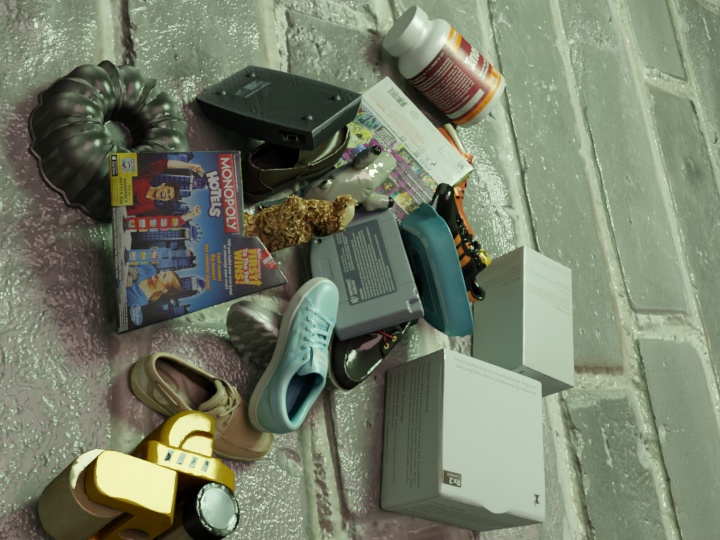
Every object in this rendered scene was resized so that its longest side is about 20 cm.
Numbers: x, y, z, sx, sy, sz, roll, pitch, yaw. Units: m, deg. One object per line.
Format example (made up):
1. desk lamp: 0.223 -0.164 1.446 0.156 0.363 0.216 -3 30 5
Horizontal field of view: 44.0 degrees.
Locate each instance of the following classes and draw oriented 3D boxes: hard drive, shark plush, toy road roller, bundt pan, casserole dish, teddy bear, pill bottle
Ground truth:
1. hard drive: -0.109 -0.220 1.198 0.135 0.198 0.043 -43 142 -41
2. shark plush: -0.037 -0.108 1.235 0.092 0.198 0.084 59 0 -30
3. toy road roller: -0.228 0.219 0.950 0.198 0.123 0.148 25 44 -32
4. bundt pan: -0.293 -0.165 1.081 0.200 0.075 0.205 17 62 -34
5. casserole dish: 0.101 0.007 1.231 0.038 0.121 0.203 -21 111 -17
6. teddy bear: -0.098 -0.061 1.144 0.145 0.196 0.068 -19 93 -87
7. pill bottle: 0.137 -0.340 1.480 0.199 0.112 0.114 37 53 -22

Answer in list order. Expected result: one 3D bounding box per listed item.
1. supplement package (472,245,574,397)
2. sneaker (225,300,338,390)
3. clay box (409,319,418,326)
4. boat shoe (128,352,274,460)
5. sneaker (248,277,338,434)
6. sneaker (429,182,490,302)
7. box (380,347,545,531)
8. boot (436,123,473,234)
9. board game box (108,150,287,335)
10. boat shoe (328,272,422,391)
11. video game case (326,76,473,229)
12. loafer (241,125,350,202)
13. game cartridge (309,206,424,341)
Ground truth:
1. supplement package: 0.254 0.087 1.396 0.116 0.117 0.203 24 58 -31
2. sneaker: -0.093 0.084 1.152 0.199 0.074 0.083 36 46 -37
3. clay box: 0.055 -0.027 1.327 0.114 0.047 0.202 35 54 -24
4. boat shoe: -0.176 0.160 1.047 0.199 0.065 0.073 38 52 -21
5. sneaker: -0.059 0.104 1.064 0.074 0.081 0.203 33 70 -39
6. sneaker: 0.146 -0.038 1.287 0.070 0.088 0.203 -64 156 -48
7. box: 0.143 0.240 1.233 0.197 0.130 0.203 21 60 -32
8. boot: 0.143 -0.132 1.388 0.106 0.075 0.203 -25 82 -7
9. board game box: -0.186 -0.033 1.034 0.196 0.062 0.204 -2 91 -14
10. boat shoe: 0.020 0.074 1.180 0.074 0.063 0.202 50 48 -18
11. video game case: 0.042 -0.168 1.322 0.181 0.036 0.200 -40 83 -27
12. loafer: -0.085 -0.163 1.222 0.199 0.071 0.073 -38 81 -29
13. game cartridge: 0.000 0.000 1.188 0.131 0.041 0.202 -13 48 -1
